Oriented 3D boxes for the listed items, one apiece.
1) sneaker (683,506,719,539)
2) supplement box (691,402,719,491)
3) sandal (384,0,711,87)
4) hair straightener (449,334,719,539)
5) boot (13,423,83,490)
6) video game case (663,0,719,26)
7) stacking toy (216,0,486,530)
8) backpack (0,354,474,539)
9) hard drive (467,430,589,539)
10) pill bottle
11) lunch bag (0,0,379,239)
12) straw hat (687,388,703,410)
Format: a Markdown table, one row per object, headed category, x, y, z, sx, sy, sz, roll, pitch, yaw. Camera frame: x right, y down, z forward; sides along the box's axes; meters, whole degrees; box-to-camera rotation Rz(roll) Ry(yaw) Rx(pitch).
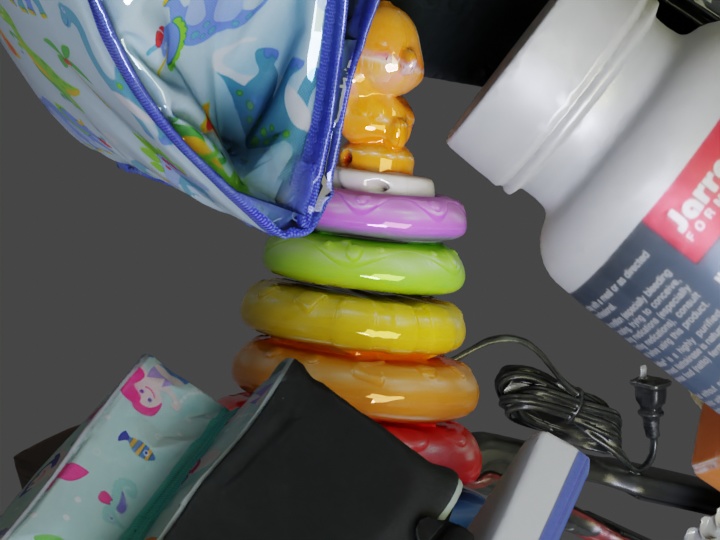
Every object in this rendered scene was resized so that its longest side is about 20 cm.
| category | x | y | z | sx | sy | sz | roll | pitch | yaw |
| --- | --- | --- | --- | --- | --- | --- | --- | --- | --- |
| sneaker | 0.157 | 0.157 | 1.222 | 0.099 | 0.070 | 0.200 | 20 | 135 | -38 |
| supplement box | 0.229 | 0.094 | 1.227 | 0.200 | 0.066 | 0.069 | 35 | 55 | -27 |
| sandal | 0.084 | -0.092 | 1.165 | 0.199 | 0.048 | 0.076 | 3 | 102 | -27 |
| hair straightener | 0.093 | 0.070 | 1.225 | 0.199 | 0.041 | 0.077 | 24 | 91 | -26 |
| boot | -0.142 | 0.159 | 1.104 | 0.199 | 0.074 | 0.156 | -20 | 116 | -19 |
| video game case | 0.179 | -0.147 | 1.176 | 0.199 | 0.019 | 0.144 | 30 | 72 | -19 |
| stacking toy | 0.000 | 0.000 | 1.120 | 0.109 | 0.116 | 0.202 | 4 | 94 | -28 |
| backpack | -0.068 | 0.143 | 0.998 | 0.178 | 0.150 | 0.201 | -54 | 169 | -44 |
| hard drive | 0.014 | 0.163 | 1.014 | 0.025 | 0.132 | 0.200 | 29 | 48 | 0 |
| pill bottle | 0.135 | -0.020 | 1.100 | 0.200 | 0.120 | 0.120 | 38 | 84 | -2 |
| lunch bag | -0.075 | -0.119 | 1.007 | 0.127 | 0.170 | 0.201 | -20 | 111 | -21 |
| straw hat | 0.233 | 0.004 | 1.241 | 0.201 | 0.200 | 0.086 | 36 | 45 | -30 |
